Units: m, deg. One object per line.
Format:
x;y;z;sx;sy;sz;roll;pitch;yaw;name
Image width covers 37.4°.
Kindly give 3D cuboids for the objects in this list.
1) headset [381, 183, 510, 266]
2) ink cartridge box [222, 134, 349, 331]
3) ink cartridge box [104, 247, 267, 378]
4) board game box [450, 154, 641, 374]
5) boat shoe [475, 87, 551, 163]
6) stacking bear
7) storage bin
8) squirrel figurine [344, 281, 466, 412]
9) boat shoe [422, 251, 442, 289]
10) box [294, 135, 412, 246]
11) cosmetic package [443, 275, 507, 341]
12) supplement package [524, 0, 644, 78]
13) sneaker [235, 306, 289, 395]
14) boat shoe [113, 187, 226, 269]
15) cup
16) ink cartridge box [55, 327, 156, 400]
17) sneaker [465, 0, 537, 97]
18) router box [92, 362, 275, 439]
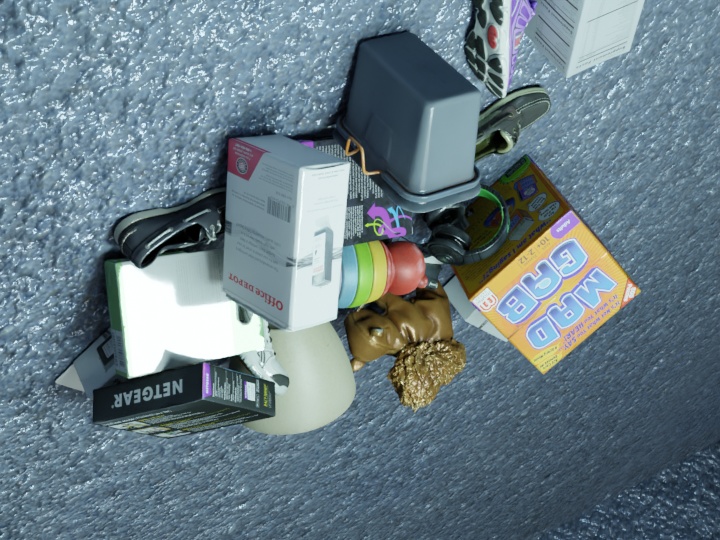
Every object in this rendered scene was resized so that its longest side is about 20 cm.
0.123;-0.070;1.586;0.196;0.126;0.094;-14;149;12;headset
-0.093;-0.048;1.288;0.084;0.145;0.204;-12;117;-42;ink cartridge box
-0.223;0.047;1.370;0.197;0.048;0.149;-10;99;-33;ink cartridge box
0.272;-0.011;1.659;0.199;0.201;0.200;-41;119;12;board game box
0.197;-0.196;1.525;0.198;0.066;0.072;-25;148;-17;boat shoe
0.000;0.000;1.508;0.196;0.123;0.114;-4;144;-26;stacking bear
0.054;-0.187;1.284;0.143;0.200;0.136;-17;135;-27;storage bin
0.068;0.118;1.705;0.185;0.201;0.142;-10;148;-50;squirrel figurine
0.061;0.001;1.644;0.198;0.075;0.062;3;96;-45;boat shoe
-0.015;-0.106;1.400;0.197;0.036;0.146;-10;107;-34;box
0.241;0.046;1.898;0.113;0.082;0.199;-45;148;13;cosmetic package
0.286;-0.365;1.333;0.112;0.110;0.202;-24;148;-19;supplement package
-0.147;0.077;1.456;0.087;0.201;0.076;-38;-169;-13;sneaker
-0.205;-0.048;1.329;0.197;0.063;0.073;-17;145;-29;boat shoe
-0.109;0.123;1.571;0.197;0.200;0.146;-20;123;-24;cup
-0.309;0.126;1.465;0.199;0.067;0.115;-42;149;11;ink cartridge box
0.189;-0.305;1.356;0.083;0.081;0.202;-29;149;-21;sneaker
-0.231;0.175;1.401;0.197;0.052;0.148;-15;157;30;router box
